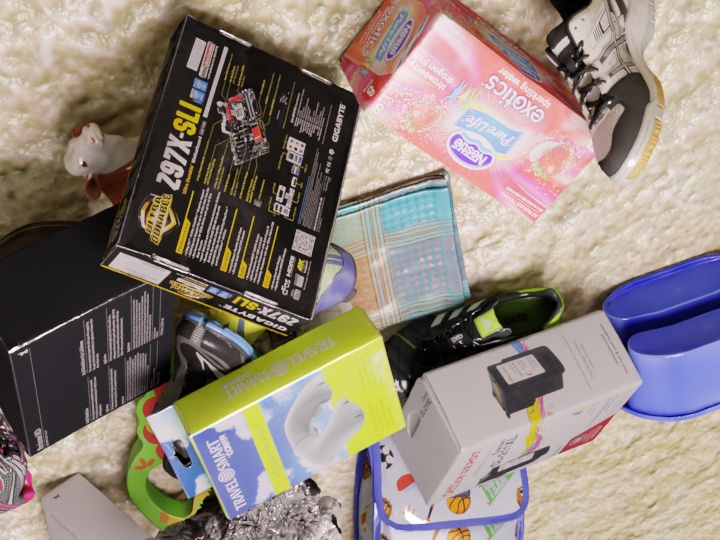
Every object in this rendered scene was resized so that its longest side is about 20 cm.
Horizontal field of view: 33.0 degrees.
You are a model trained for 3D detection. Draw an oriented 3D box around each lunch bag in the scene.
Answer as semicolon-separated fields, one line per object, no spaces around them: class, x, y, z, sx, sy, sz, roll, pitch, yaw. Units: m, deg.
lunch bag;0.081;0.246;1.252;0.167;0.124;0.203;-2;109;-14

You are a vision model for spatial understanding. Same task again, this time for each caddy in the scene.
caddy;0.328;0.072;1.185;0.197;0.142;0.106;-18;122;-2

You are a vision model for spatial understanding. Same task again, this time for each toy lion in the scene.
toy lion;-0.148;0.163;1.167;0.199;0.069;0.192;-38;119;12

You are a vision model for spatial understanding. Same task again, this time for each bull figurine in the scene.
bull figurine;-0.153;-0.062;0.995;0.120;0.066;0.201;-21;133;9

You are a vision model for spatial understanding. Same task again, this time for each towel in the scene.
towel;0.000;0.000;1.114;0.197;0.022;0.148;-17;126;-4

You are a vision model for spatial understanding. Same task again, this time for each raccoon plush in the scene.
raccoon plush;-0.103;0.254;1.117;0.198;0.097;0.136;-23;116;-16

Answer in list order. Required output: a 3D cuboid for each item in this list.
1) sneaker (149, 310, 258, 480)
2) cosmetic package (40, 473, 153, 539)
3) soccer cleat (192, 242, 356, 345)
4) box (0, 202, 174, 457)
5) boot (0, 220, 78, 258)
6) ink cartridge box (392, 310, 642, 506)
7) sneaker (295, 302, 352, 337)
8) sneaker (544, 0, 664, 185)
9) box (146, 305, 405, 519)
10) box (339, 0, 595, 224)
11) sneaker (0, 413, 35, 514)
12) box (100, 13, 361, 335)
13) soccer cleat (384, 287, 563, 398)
sneaker;-0.137;0.113;1.037;0.070;0.083;0.201;28;138;13
cosmetic package;-0.220;0.307;1.160;0.051;0.199;0.152;-33;136;-34
soccer cleat;-0.093;0.022;1.034;0.199;0.066;0.083;-24;152;32
box;-0.228;0.051;0.974;0.140;0.079;0.201;-31;160;-25
boot;-0.292;0.023;0.998;0.197;0.097;0.075;-16;127;-4
ink cartridge box;0.144;0.133;1.154;0.198;0.083;0.146;-18;155;-20
sneaker;-0.023;0.117;1.134;0.074;0.089;0.201;-15;140;-5
sneaker;0.184;-0.155;0.961;0.087;0.202;0.076;15;142;-16
box;-0.066;0.125;1.019;0.198;0.048;0.123;-27;134;-11
box;0.093;-0.140;0.996;0.199;0.095;0.103;30;113;-31
sneaker;-0.335;0.156;1.083;0.074;0.081;0.201;-9;149;-16
box;-0.093;-0.072;0.926;0.158;0.203;0.049;21;155;-20
soccer cleat;0.098;0.061;1.139;0.198;0.068;0.081;-22;168;-9
